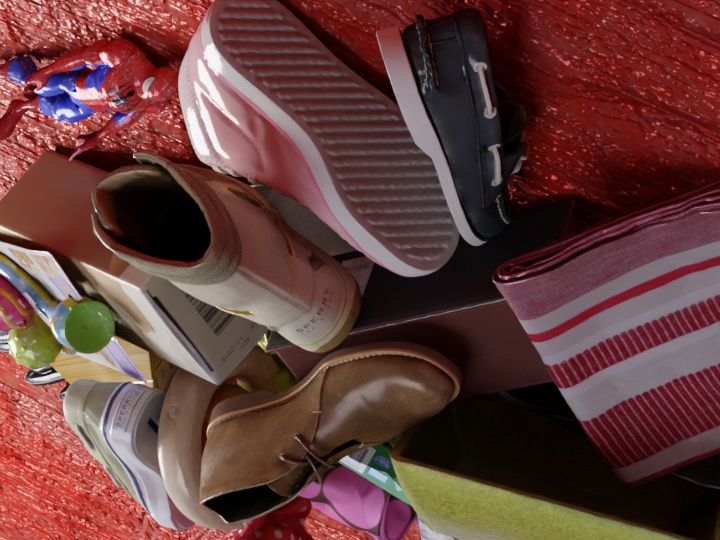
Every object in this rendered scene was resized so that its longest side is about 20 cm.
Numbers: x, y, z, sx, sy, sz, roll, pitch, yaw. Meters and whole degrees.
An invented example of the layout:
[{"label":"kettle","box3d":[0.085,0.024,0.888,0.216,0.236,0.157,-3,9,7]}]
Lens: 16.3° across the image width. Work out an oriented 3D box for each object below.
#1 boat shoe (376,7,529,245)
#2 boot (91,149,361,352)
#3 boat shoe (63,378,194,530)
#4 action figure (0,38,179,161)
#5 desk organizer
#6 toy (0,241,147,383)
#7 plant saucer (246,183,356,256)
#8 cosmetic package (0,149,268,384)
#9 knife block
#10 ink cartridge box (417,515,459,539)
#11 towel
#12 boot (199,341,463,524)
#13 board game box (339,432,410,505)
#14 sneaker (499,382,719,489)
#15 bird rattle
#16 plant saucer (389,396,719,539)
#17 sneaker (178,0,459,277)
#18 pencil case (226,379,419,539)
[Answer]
[{"label":"boat shoe","box3d":[0.064,-0.076,1.388,0.060,0.076,0.200,-18,155,8]},{"label":"boot","box3d":[-0.108,-0.030,1.480,0.200,0.072,0.155,33,-176,39]},{"label":"boat shoe","box3d":[-0.150,0.121,1.754,0.062,0.072,0.200,21,159,21]},{"label":"action figure","box3d":[-0.182,-0.112,1.607,0.200,0.052,0.065,-5,132,46]},{"label":"desk organizer","box3d":[0.051,0.028,1.504,0.200,0.072,0.077,-13,131,32]},{"label":"toy","box3d":[-0.229,0.032,1.721,0.115,0.047,0.200,55,158,-23]},{"label":"plant saucer","box3d":[0.000,0.000,1.615,0.200,0.037,0.201,25,152,14]},{"label":"cosmetic package","box3d":[-0.154,-0.004,1.679,0.200,0.071,0.105,20,153,50]},{"label":"knife block","box3d":[-0.210,0.032,1.851,0.175,0.064,0.200,25,152,13]},{"label":"ink cartridge box","box3d":[0.138,0.224,1.796,0.200,0.043,0.198,25,165,11]},{"label":"towel","box3d":[0.178,0.041,1.428,0.144,0.023,0.200,-22,131,13]},{"label":"boot","box3d":[-0.020,0.101,1.503,0.200,0.076,0.074,-25,125,39]},{"label":"board game box","box3d":[0.083,0.139,1.671,0.200,0.135,0.029,31,111,2]},{"label":"sneaker","box3d":[0.174,0.080,1.560,0.200,0.072,0.083,24,176,17]},{"label":"bird rattle","box3d":[-0.086,0.122,1.726,0.112,0.201,0.163,14,172,39]},{"label":"plant saucer","box3d":[0.123,0.139,1.544,0.199,0.048,0.200,16,-168,8]},{"label":"sneaker","box3d":[-0.030,-0.070,1.477,0.200,0.075,0.105,47,151,-3]},{"label":"pencil case","box3d":[-0.046,0.134,1.837,0.200,0.091,0.094,23,176,20]}]
